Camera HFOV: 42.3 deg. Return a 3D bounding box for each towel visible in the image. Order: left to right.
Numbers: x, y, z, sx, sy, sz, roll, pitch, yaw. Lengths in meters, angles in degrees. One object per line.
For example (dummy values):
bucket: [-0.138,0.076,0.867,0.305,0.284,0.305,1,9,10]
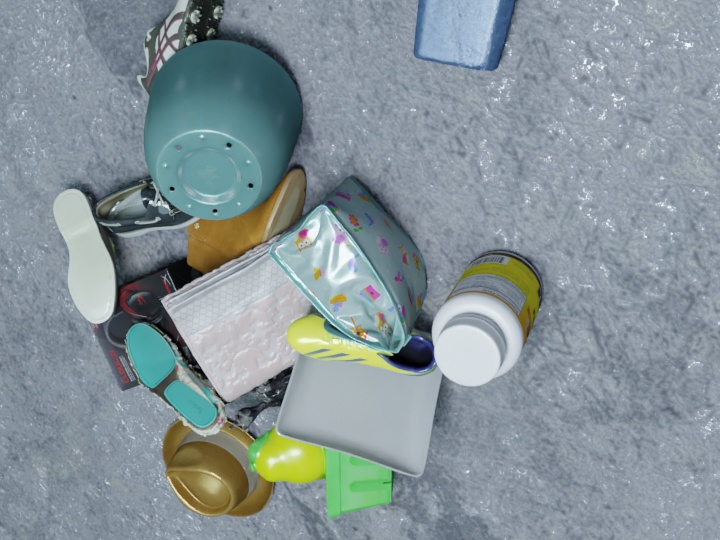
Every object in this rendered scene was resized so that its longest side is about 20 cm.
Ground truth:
towel: [-0.138,0.066,1.254,0.200,0.032,0.191,-29,124,-3]
towel: [0.126,-0.334,1.057,0.111,0.049,0.201,17,116,14]

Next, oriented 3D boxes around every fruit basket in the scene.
fruit basket: [-0.052,0.239,1.308,0.215,0.156,0.216,2,113,4]

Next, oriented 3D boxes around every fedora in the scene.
fedora: [-0.238,0.323,1.460,0.200,0.082,0.201,8,114,19]

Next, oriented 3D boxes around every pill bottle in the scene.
pill bottle: [0.152,0.059,1.126,0.109,0.200,0.110,8,115,18]

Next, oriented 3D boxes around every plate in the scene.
plate: [0.004,0.154,1.225,0.199,0.201,0.032,17,152,-6]

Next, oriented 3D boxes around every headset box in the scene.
headset box: [-0.311,0.083,1.386,0.200,0.075,0.149,-20,98,27]

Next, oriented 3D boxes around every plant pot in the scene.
plant pot: [-0.176,-0.157,1.149,0.200,0.161,0.201,0,128,0]

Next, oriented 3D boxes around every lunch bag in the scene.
lunch bag: [0.000,0.000,1.178,0.122,0.170,0.200,-38,97,22]

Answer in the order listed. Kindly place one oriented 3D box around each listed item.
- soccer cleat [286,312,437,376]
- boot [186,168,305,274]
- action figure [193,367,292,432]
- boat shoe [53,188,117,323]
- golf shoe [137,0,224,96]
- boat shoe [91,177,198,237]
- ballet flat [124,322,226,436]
soccer cleat: [0.007,0.091,1.185,0.199,0.084,0.065,12,84,-10]
boot: [-0.166,-0.070,1.277,0.144,0.071,0.202,29,107,24]
action figure: [-0.174,0.175,1.363,0.199,0.102,0.119,-10,103,28]
boat shoe: [-0.389,-0.018,1.347,0.072,0.060,0.202,-19,78,4]
golf shoe: [-0.238,-0.304,1.200,0.088,0.077,0.200,31,119,15]
boat shoe: [-0.288,-0.094,1.301,0.199,0.060,0.076,-20,63,25]
ballet flat: [-0.259,0.158,1.306,0.076,0.064,0.200,-40,70,-6]
